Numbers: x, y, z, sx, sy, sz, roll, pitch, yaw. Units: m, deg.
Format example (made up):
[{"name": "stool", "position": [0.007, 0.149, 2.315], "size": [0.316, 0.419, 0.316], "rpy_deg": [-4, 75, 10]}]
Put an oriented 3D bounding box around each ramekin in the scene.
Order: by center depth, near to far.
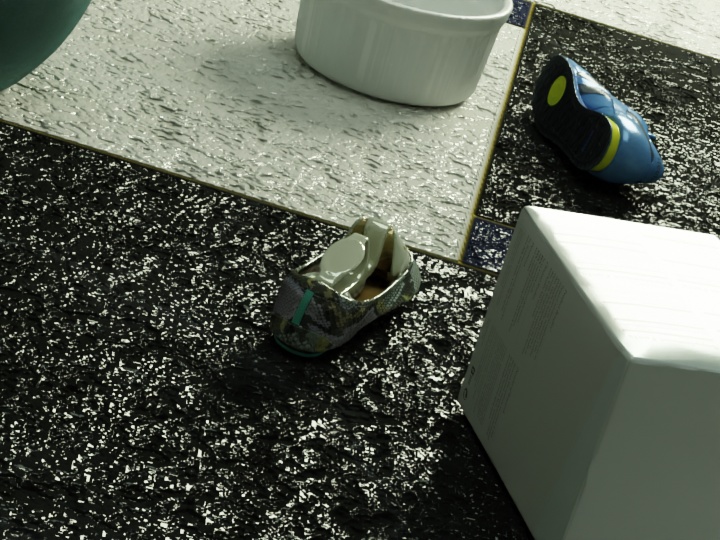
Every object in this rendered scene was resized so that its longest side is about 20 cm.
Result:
[{"name": "ramekin", "position": [0.034, -0.232, 1.987], "size": [0.200, 0.098, 0.201], "rpy_deg": [14, 24, -6]}]

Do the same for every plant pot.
[{"name": "plant pot", "position": [-0.310, -0.222, 1.702], "size": [0.200, 0.135, 0.200], "rpy_deg": [13, 24, -6]}]

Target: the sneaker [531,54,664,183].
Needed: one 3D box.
[{"name": "sneaker", "position": [0.218, -0.133, 1.943], "size": [0.078, 0.066, 0.200], "rpy_deg": [18, 22, -25]}]

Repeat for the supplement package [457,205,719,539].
[{"name": "supplement package", "position": [0.177, 0.078, 1.344], "size": [0.150, 0.152, 0.200], "rpy_deg": [8, 25, -20]}]

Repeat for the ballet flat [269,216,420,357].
[{"name": "ballet flat", "position": [0.000, 0.000, 1.504], "size": [0.072, 0.072, 0.200], "rpy_deg": [23, 25, 14]}]
